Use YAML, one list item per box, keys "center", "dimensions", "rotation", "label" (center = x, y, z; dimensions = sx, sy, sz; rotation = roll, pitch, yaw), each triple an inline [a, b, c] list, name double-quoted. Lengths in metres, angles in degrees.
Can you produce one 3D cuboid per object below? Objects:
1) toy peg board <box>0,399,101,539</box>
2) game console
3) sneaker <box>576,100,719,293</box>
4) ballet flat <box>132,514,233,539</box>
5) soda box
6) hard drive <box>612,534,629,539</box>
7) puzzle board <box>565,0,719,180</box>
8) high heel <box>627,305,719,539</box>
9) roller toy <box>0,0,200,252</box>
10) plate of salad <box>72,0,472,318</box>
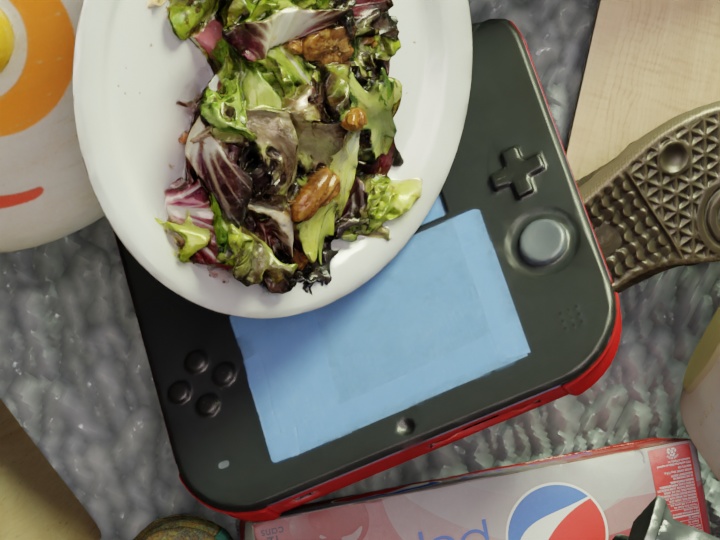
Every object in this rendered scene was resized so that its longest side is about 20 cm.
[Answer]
- center: [-0.217, 0.074, 1.146]
  dimensions: [0.098, 0.200, 0.199]
  rotation: [-37, 91, 6]
  label: "toy peg board"
- center: [0.000, 0.000, 1.199]
  dimensions: [0.199, 0.031, 0.178]
  rotation: [-22, 65, 9]
  label: "game console"
- center: [0.111, -0.026, 1.248]
  dimensions: [0.199, 0.076, 0.071]
  rotation: [-27, 108, -9]
  label: "sneaker"
- center: [-0.122, 0.187, 1.206]
  dimensions: [0.071, 0.071, 0.200]
  rotation: [40, 82, -3]
  label: "ballet flat"
- center: [0.050, 0.121, 1.232]
  dimensions: [0.199, 0.070, 0.064]
  rotation: [-10, 88, -9]
  label: "soda box"
- center: [0.182, 0.197, 1.220]
  dimensions: [0.199, 0.033, 0.140]
  rotation: [12, 91, -29]
  label: "hard drive"
- center: [0.184, -0.119, 1.298]
  dimensions: [0.150, 0.017, 0.201]
  rotation: [13, 83, -5]
  label: "puzzle board"
- center: [0.205, 0.075, 1.190]
  dimensions: [0.142, 0.071, 0.201]
  rotation: [28, 63, -4]
  label: "high heel"
- center: [-0.151, -0.103, 1.167]
  dimensions: [0.199, 0.140, 0.183]
  rotation: [23, 104, -5]
  label: "roller toy"
- center: [-0.025, -0.079, 1.122]
  dimensions: [0.199, 0.048, 0.201]
  rotation: [-8, 102, -39]
  label: "plate of salad"
